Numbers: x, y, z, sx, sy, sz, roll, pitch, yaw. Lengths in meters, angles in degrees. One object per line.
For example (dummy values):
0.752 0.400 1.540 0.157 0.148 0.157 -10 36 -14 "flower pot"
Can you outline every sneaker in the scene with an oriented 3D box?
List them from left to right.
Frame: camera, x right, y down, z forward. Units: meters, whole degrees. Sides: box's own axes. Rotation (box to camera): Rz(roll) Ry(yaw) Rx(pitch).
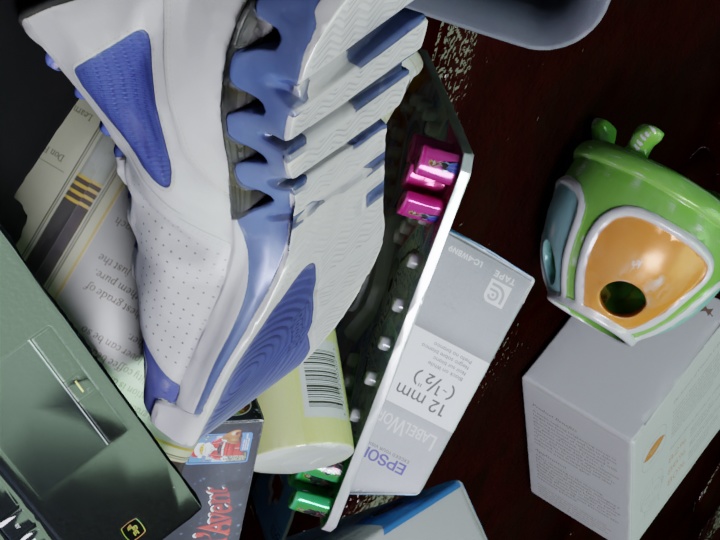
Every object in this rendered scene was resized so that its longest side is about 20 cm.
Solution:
-0.052 -0.048 0.579 0.081 0.115 0.200 -34 153 -40 "sneaker"

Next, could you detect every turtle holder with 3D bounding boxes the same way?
0.183 -0.025 1.242 0.141 0.185 0.132 31 88 -33 "turtle holder"

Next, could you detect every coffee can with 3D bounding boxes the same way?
-0.087 -0.033 0.695 0.200 0.146 0.146 -59 155 -2 "coffee can"

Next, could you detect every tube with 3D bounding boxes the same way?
-0.041 -0.007 0.824 0.052 0.200 0.058 0 161 -23 "tube"

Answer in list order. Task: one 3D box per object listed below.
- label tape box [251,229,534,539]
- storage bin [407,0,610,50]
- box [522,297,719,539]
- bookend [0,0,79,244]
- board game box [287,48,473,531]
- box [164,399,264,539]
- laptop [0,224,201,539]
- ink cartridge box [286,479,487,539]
0.013 0.069 1.006 0.200 0.066 0.143 -63 -170 3 "label tape box"
0.072 -0.227 0.820 0.134 0.145 0.200 -69 177 -62 "storage bin"
0.221 0.110 1.462 0.152 0.106 0.200 -48 153 -23 "box"
-0.133 -0.140 0.561 0.200 0.092 0.199 -58 156 -8 "bookend"
0.000 0.000 0.902 0.200 0.026 0.200 -102 -150 -68 "board game box"
-0.096 0.108 0.846 0.038 0.137 0.200 -1 124 -21 "box"
-0.152 0.097 0.537 0.200 0.103 0.177 -36 125 -9 "laptop"
-0.038 0.200 0.978 0.200 0.084 0.146 -27 179 41 "ink cartridge box"
